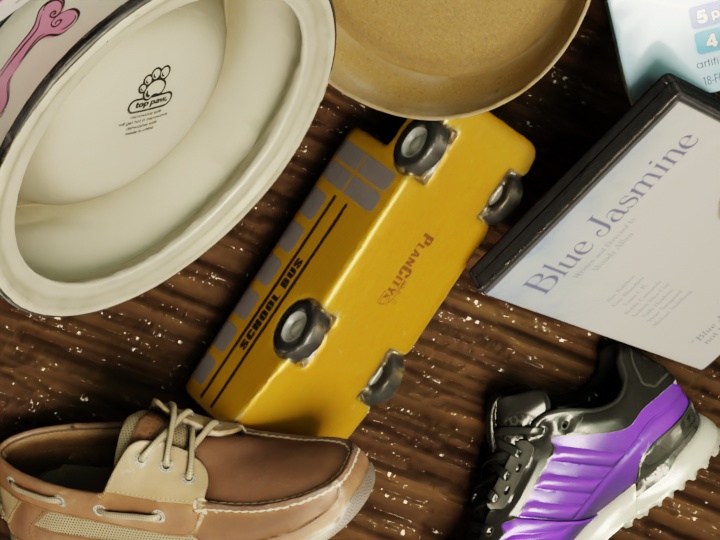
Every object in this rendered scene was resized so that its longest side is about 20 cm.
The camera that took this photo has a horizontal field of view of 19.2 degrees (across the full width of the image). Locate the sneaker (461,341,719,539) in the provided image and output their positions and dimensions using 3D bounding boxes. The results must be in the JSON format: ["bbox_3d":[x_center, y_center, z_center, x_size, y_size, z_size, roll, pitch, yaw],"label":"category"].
[{"bbox_3d":[0.089,0.113,1.135,0.200,0.070,0.100,-40,106,-9],"label":"sneaker"}]

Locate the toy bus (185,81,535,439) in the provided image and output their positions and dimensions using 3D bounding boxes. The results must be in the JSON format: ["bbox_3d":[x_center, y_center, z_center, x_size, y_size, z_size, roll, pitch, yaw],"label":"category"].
[{"bbox_3d":[0.000,0.000,1.060,0.065,0.078,0.200,31,93,-35],"label":"toy bus"}]

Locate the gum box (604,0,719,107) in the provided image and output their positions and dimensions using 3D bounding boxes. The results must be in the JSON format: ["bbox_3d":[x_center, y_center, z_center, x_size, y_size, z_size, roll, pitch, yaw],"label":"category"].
[{"bbox_3d":[0.186,-0.189,0.984,0.170,0.045,0.200,-13,115,6],"label":"gum box"}]

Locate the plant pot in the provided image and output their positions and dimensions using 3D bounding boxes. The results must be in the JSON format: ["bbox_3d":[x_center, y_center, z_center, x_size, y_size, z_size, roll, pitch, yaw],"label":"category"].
[{"bbox_3d":[0.029,-0.170,0.990,0.027,0.200,0.200,-29,118,-52],"label":"plant pot"}]

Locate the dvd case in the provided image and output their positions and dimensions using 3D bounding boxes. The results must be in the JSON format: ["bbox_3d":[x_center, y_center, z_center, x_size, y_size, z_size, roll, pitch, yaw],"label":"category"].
[{"bbox_3d":[0.165,-0.018,1.077,0.200,0.018,0.143,19,124,-45],"label":"dvd case"}]

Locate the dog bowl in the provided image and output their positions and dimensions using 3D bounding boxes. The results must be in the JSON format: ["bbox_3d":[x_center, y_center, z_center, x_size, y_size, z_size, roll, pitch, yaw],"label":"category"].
[{"bbox_3d":[-0.109,-0.077,0.962,0.200,0.074,0.200,-35,153,-21],"label":"dog bowl"}]

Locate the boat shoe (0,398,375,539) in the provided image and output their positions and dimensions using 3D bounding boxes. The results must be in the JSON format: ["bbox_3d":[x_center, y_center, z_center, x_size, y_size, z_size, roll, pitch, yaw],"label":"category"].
[{"bbox_3d":[-0.091,0.101,1.016,0.200,0.076,0.072,-9,121,22],"label":"boat shoe"}]

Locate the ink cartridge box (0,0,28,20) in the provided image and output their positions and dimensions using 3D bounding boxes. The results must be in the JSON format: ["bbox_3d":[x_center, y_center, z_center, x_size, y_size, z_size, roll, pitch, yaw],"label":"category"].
[{"bbox_3d":[-0.181,-0.183,0.864,0.200,0.075,0.165,-36,79,-5],"label":"ink cartridge box"}]
